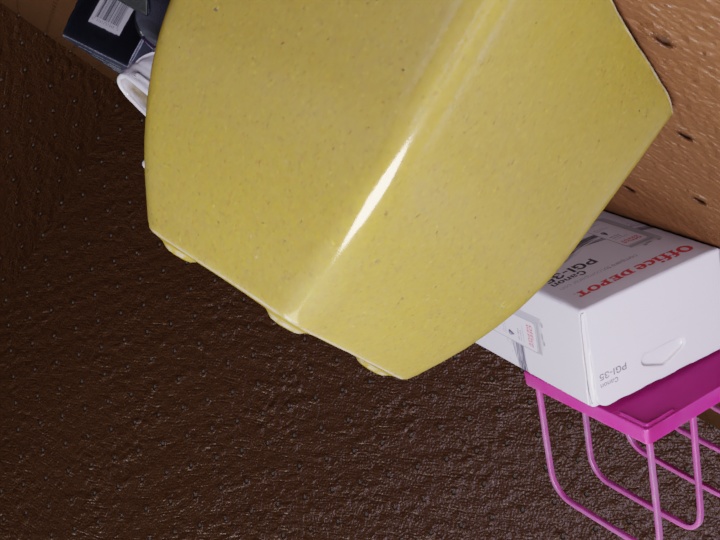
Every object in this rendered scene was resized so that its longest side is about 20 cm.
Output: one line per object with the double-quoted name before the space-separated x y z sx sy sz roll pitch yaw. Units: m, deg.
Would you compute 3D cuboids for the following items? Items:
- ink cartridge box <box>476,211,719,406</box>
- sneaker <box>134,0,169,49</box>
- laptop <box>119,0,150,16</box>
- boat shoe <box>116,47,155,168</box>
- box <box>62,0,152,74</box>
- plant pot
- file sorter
"ink cartridge box" 0.178 0.017 0.874 0.199 0.145 0.084 28 134 58
"sneaker" -0.111 -0.214 0.963 0.197 0.075 0.088 20 169 -1
"laptop" -0.253 -0.270 0.771 0.176 0.104 0.201 31 149 10
"boat shoe" -0.126 -0.091 0.819 0.203 0.085 0.075 51 158 18
"box" -0.185 -0.227 1.127 0.147 0.105 0.199 29 179 41
"plant pot" 0.006 -0.066 0.539 0.193 0.202 0.195 30 180 36
"file sorter" 0.260 0.117 0.872 0.138 0.198 0.127 24 132 56
